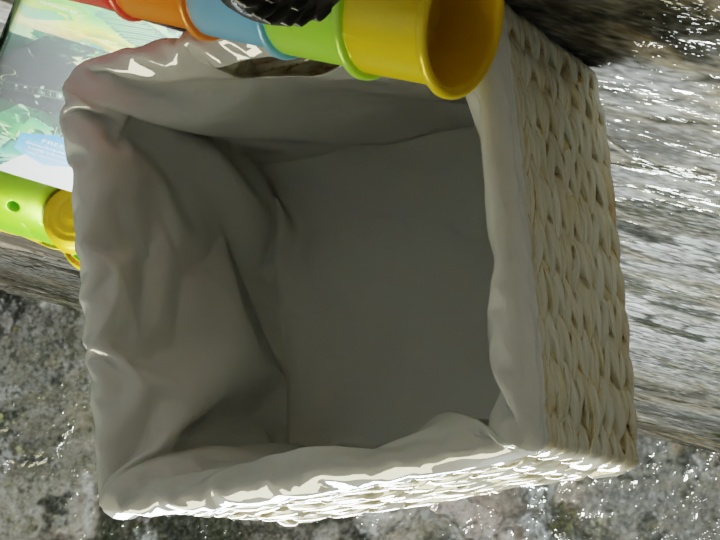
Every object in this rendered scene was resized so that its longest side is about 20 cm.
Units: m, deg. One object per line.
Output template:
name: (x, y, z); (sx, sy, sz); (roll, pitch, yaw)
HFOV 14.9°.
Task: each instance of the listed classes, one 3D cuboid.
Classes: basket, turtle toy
basket: (0.000, 0.000, 1.166); (0.197, 0.201, 0.161); (-11, 168, 23)
turtle toy: (-0.171, -0.058, 1.640); (0.199, 0.102, 0.146); (14, 174, 0)

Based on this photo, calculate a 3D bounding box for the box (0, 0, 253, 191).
box: (-0.103, -0.085, 1.300); (0.144, 0.037, 0.200); (16, 154, -11)

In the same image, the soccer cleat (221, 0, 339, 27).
soccer cleat: (-0.064, -0.139, 0.937); (0.073, 0.068, 0.200); (38, -169, 31)

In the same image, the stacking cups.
stacking cups: (-0.044, -0.110, 1.086); (0.199, 0.061, 0.060); (11, 173, 31)
